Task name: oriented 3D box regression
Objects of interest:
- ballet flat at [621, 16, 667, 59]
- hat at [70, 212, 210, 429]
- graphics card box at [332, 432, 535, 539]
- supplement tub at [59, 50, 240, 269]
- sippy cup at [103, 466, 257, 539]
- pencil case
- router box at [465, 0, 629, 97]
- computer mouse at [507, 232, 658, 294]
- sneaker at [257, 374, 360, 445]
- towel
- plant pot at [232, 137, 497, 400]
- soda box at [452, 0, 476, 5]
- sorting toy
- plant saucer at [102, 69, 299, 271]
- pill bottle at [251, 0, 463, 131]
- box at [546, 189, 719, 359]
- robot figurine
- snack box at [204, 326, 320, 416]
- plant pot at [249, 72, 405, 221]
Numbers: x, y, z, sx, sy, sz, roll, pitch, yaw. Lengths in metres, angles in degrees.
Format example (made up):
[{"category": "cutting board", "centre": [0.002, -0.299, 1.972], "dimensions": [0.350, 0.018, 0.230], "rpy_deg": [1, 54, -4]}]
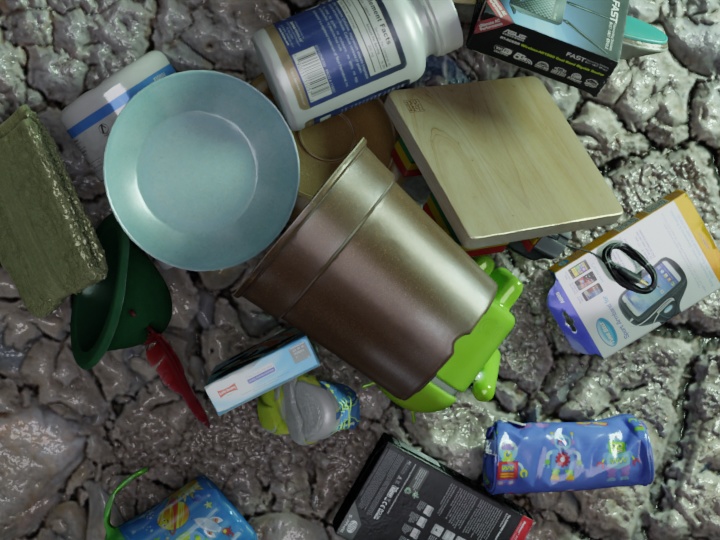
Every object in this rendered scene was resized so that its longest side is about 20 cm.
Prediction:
[{"category": "ballet flat", "centre": [0.237, -0.263, 1.624], "dimensions": [0.199, 0.067, 0.064], "rpy_deg": [18, 124, -7]}, {"category": "hat", "centre": [-0.208, 0.044, 1.599], "dimensions": [0.176, 0.200, 0.166], "rpy_deg": [12, 54, -25]}, {"category": "graphics card box", "centre": [0.083, 0.287, 1.687], "dimensions": [0.200, 0.051, 0.126], "rpy_deg": [28, 95, -10]}, {"category": "supplement tub", "centre": [-0.211, -0.117, 1.559], "dimensions": [0.132, 0.132, 0.200], "rpy_deg": [-34, 100, 0]}, {"category": "sippy cup", "centre": [-0.191, 0.302, 1.630], "dimensions": [0.130, 0.140, 0.178], "rpy_deg": [-42, 125, -9]}, {"category": "pencil case", "centre": [0.233, 0.207, 1.677], "dimensions": [0.199, 0.078, 0.087], "rpy_deg": [-2, 90, -5]}, {"category": "router box", "centre": [0.205, -0.296, 1.551], "dimensions": [0.149, 0.062, 0.200], "rpy_deg": [19, 57, -7]}, {"category": "computer mouse", "centre": [0.236, -0.027, 1.634], "dimensions": [0.200, 0.034, 0.059], "rpy_deg": [22, 82, 10]}, {"category": "sneaker", "centre": [-0.037, 0.143, 1.589], "dimensions": [0.105, 0.200, 0.076], "rpy_deg": [-3, 91, -22]}, {"category": "towel", "centre": [-0.343, -0.060, 1.552], "dimensions": [0.148, 0.036, 0.200], "rpy_deg": [-28, 87, 43]}, {"category": "plant pot", "centre": [0.012, 0.010, 1.442], "dimensions": [0.198, 0.200, 0.200], "rpy_deg": [41, 93, -4]}, {"category": "soda box", "centre": [0.024, -0.323, 1.582], "dimensions": [0.199, 0.068, 0.064], "rpy_deg": [2, 99, -6]}, {"category": "sorting toy", "centre": [0.142, -0.103, 1.563], "dimensions": [0.198, 0.070, 0.200], "rpy_deg": [-10, 57, -30]}, {"category": "plant saucer", "centre": [-0.162, -0.099, 1.486], "dimensions": [0.200, 0.039, 0.202], "rpy_deg": [0, 89, -18]}, {"category": "pill bottle", "centre": [-0.001, -0.230, 1.516], "dimensions": [0.200, 0.111, 0.111], "rpy_deg": [-23, 100, -4]}, {"category": "box", "centre": [0.309, 0.010, 1.675], "dimensions": [0.200, 0.041, 0.119], "rpy_deg": [-31, 100, 2]}, {"category": "robot figurine", "centre": [0.090, 0.070, 1.622], "dimensions": [0.175, 0.116, 0.200], "rpy_deg": [36, 94, -18]}, {"category": "snack box", "centre": [-0.102, 0.101, 1.565], "dimensions": [0.116, 0.200, 0.037], "rpy_deg": [-27, 93, -2]}, {"category": "plant pot", "centre": [-0.039, -0.142, 1.576], "dimensions": [0.199, 0.027, 0.201], "rpy_deg": [5, 70, -15]}]
